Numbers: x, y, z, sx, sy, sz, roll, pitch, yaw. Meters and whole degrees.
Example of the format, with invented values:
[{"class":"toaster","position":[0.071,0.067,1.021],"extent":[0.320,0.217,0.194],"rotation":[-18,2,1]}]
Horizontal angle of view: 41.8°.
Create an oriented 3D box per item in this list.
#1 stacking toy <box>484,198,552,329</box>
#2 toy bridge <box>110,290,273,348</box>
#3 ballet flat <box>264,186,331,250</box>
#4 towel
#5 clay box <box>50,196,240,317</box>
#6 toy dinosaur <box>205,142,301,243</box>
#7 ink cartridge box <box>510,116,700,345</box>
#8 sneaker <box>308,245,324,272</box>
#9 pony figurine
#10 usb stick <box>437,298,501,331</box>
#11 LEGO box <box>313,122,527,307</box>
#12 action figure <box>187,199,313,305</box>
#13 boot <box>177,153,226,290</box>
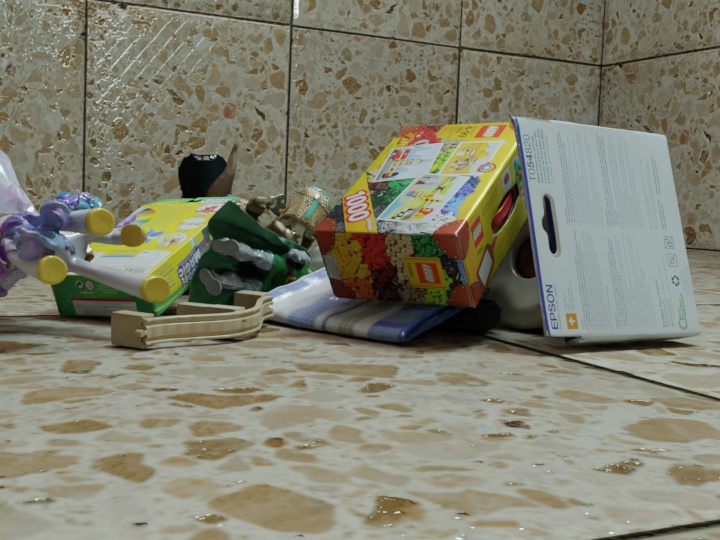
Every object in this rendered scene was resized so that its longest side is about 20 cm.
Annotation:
[{"class":"stacking toy","position":[0.227,0.009,0.996],"extent":[0.145,0.149,0.198],"rotation":[7,-12,46]},{"class":"toy bridge","position":[-0.126,0.042,0.803],"extent":[0.066,0.028,0.199],"rotation":[5,6,24]},{"class":"ballet flat","position":[-0.101,-0.029,1.191],"extent":[0.070,0.201,0.066],"rotation":[31,47,-4]},{"class":"towel","position":[0.007,0.025,0.905],"extent":[0.198,0.024,0.146],"rotation":[7,23,42]},{"class":"clay box","position":[-0.204,-0.019,0.946],"extent":[0.113,0.048,0.200],"rotation":[0,25,22]},{"class":"toy dinosaur","position":[-0.142,-0.041,1.099],"extent":[0.085,0.203,0.135],"rotation":[-34,22,-29]},{"class":"ink cartridge box","position":[0.216,-0.034,0.864],"extent":[0.197,0.204,0.040],"rotation":[2,-15,-31]},{"class":"sneaker","position":[0.000,0.000,1.107],"extent":[0.197,0.077,0.115],"rotation":[8,4,28]},{"class":"pony figurine","position":[-0.280,-0.022,0.776],"extent":[0.198,0.170,0.192],"rotation":[7,-4,40]},{"class":"usb stick","position":[0.051,0.035,0.956],"extent":[0.198,0.033,0.055],"rotation":[6,6,41]},{"class":"LEGO box","position":[0.070,-0.058,0.891],"extent":[0.147,0.078,0.201],"rotation":[2,36,31]},{"class":"action figure","position":[-0.095,0.004,0.974],"extent":[0.054,0.120,0.199],"rotation":[30,8,25]},{"class":"boot","position":[-0.215,-0.064,1.212],"extent":[0.075,0.172,0.200],"rotation":[3,5,3]}]
